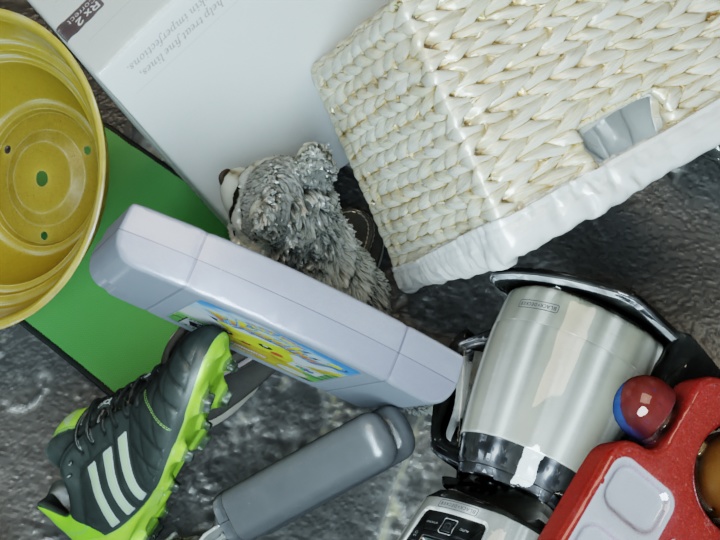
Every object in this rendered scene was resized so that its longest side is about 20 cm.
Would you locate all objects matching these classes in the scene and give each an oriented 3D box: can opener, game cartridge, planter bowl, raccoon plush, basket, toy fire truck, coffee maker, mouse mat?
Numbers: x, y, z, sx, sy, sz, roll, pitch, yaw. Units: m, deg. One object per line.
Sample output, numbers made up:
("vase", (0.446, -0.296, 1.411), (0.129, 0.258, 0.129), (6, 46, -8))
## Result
("can opener", (-0.050, 0.149, 0.913), (0.199, 0.053, 0.067), (-31, 81, 23))
("game cartridge", (-0.049, 0.025, 0.882), (0.199, 0.133, 0.041), (25, 74, -12))
("planter bowl", (-0.224, -0.061, 1.035), (0.199, 0.083, 0.202), (-1, 88, 25))
("raccoon plush", (0.000, 0.000, 0.971), (0.198, 0.134, 0.097), (21, 61, -7))
("basket", (0.099, -0.104, 0.957), (0.197, 0.200, 0.162), (-28, 93, -17))
("toy fire truck", (0.177, 0.142, 0.814), (0.168, 0.112, 0.201), (39, 69, -12))
("coffee maker", (0.120, 0.128, 0.894), (0.191, 0.134, 0.201), (30, 74, -20))
("mouse mat", (-0.171, -0.011, 1.110), (0.199, 0.008, 0.161), (34, 63, 26))

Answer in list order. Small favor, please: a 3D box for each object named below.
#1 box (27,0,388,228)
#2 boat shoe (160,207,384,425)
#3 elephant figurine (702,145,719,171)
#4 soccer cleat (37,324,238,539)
("box", (-0.075, -0.162, 1.055), (0.199, 0.200, 0.131), (-42, 49, -3))
("boat shoe", (-0.054, 0.020, 1.046), (0.067, 0.057, 0.200), (33, 63, 25))
("elephant figurine", (0.274, -0.111, 1.081), (0.199, 0.142, 0.155), (-34, 24, -14))
("soccer cleat", (-0.132, 0.096, 0.914), (0.081, 0.201, 0.068), (32, 39, 1))
